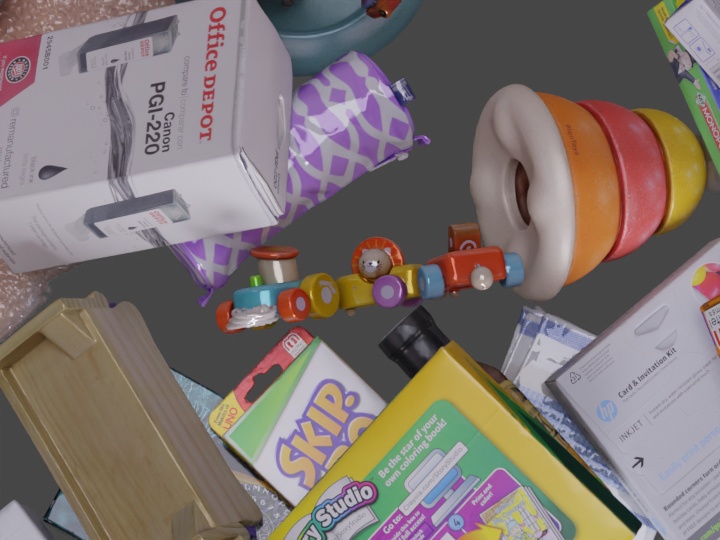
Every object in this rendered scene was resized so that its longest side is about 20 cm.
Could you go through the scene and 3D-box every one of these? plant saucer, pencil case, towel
[{"bbox_3d":[-0.044,-0.239,1.718,0.198,0.027,0.202,0,79,0],"label":"plant saucer"},{"bbox_3d":[-0.052,-0.068,1.663,0.199,0.084,0.086,-34,105,-4],"label":"pencil case"},{"bbox_3d":[0.140,0.141,1.653,0.146,0.024,0.201,24,83,2],"label":"towel"}]

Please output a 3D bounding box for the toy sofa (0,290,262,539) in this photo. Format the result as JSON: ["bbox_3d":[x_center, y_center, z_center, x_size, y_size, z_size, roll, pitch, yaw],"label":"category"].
[{"bbox_3d":[-0.158,0.118,1.604,0.083,0.097,0.201,-37,77,19],"label":"toy sofa"}]

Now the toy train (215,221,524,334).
[{"bbox_3d":[0.000,0.000,1.605,0.198,0.150,0.056,-8,87,-11],"label":"toy train"}]

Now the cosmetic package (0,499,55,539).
[{"bbox_3d":[-0.203,0.263,1.607,0.101,0.071,0.200,-39,82,-6],"label":"cosmetic package"}]

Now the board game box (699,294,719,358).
[{"bbox_3d":[0.379,0.060,1.543,0.199,0.200,0.201,-16,80,-30],"label":"board game box"}]

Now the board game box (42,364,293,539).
[{"bbox_3d":[-0.097,0.160,1.645,0.199,0.028,0.136,29,79,5],"label":"board game box"}]

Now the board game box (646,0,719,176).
[{"bbox_3d":[0.290,-0.105,1.661,0.134,0.029,0.201,-16,79,-36],"label":"board game box"}]

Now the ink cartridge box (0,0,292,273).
[{"bbox_3d":[-0.152,-0.092,1.612,0.198,0.085,0.147,-9,54,15],"label":"ink cartridge box"}]

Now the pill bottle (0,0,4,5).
[{"bbox_3d":[-0.321,-0.195,1.667,0.200,0.112,0.113,-40,82,-7],"label":"pill bottle"}]

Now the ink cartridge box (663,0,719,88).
[{"bbox_3d":[0.303,-0.124,1.630,0.200,0.044,0.094,49,54,-4],"label":"ink cartridge box"}]

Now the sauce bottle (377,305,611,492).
[{"bbox_3d":[0.091,0.110,1.611,0.065,0.065,0.200,-43,87,-7],"label":"sauce bottle"}]

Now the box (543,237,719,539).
[{"bbox_3d":[0.244,0.105,1.631,0.156,0.041,0.200,-39,93,-9],"label":"box"}]

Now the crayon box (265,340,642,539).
[{"bbox_3d":[0.051,0.177,1.563,0.172,0.058,0.200,44,99,7],"label":"crayon box"}]

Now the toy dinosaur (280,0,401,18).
[{"bbox_3d":[-0.070,-0.196,1.627,0.180,0.106,0.200,21,48,30],"label":"toy dinosaur"}]

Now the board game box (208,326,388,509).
[{"bbox_3d":[-0.003,0.135,1.625,0.200,0.030,0.096,43,81,8],"label":"board game box"}]

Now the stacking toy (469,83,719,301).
[{"bbox_3d":[0.186,-0.062,1.652,0.198,0.146,0.147,-8,80,-18],"label":"stacking toy"}]
